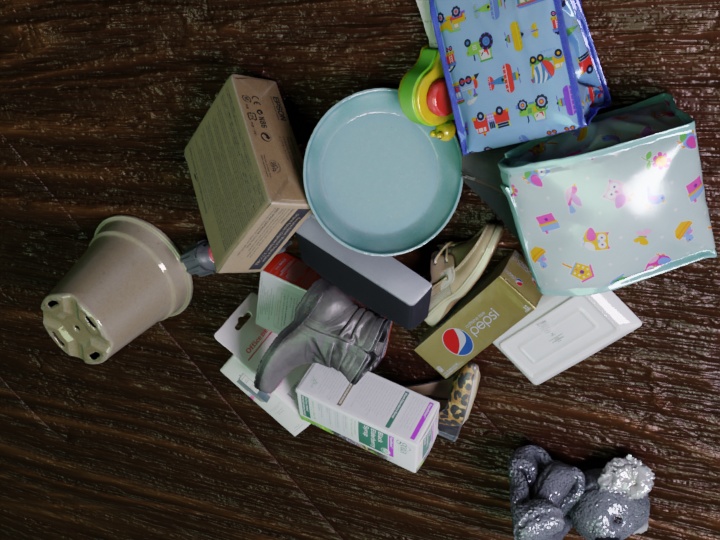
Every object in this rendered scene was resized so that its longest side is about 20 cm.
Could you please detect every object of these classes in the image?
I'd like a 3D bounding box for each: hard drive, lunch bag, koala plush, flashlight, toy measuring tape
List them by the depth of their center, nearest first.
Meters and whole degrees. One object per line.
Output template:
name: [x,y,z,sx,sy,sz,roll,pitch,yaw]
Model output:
lunch bag: [0.161,-0.244,0.945,0.149,0.094,0.202,-8,109,38]
lunch bag: [0.261,-0.074,0.951,0.198,0.122,0.172,-17,117,11]
toy measuring tape: [0.067,-0.234,1.003,0.073,0.074,0.201,-1,125,31]
hard drive: [0.000,0.000,1.151,0.199,0.042,0.135,33,163,13]
koala plush: [0.315,0.329,1.249,0.198,0.185,0.179,-8,131,10]
flashlight: [-0.189,-0.037,1.311,0.199,0.068,0.068,-16,115,37]

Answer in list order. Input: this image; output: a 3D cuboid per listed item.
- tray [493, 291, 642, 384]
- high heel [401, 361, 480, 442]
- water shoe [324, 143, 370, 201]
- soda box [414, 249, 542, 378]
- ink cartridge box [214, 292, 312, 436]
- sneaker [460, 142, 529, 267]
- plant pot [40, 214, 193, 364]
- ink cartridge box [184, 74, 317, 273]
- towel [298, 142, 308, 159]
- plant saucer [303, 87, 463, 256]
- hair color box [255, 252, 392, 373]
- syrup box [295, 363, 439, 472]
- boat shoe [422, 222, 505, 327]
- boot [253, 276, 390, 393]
tray: [0.262,0.083,1.166,0.107,0.022,0.200,45,133,-5]
high heel: [0.095,0.176,1.296,0.141,0.072,0.201,21,141,7]
water shoe: [0.006,-0.097,1.142,0.071,0.079,0.200,-30,105,42]
soda box: [0.159,0.061,1.177,0.064,0.068,0.200,41,134,-2]
ink cartridge box: [-0.135,0.145,1.379,0.200,0.117,0.067,42,141,-3]
sneaker: [0.194,-0.074,1.068,0.106,0.075,0.201,17,139,42]
plant pot: [-0.401,0.044,1.416,0.198,0.184,0.202,15,130,19]
ink cartridge box: [-0.148,-0.123,1.147,0.165,0.074,0.202,-45,56,45]
towel: [-0.056,-0.078,1.210,0.144,0.022,0.201,-12,118,54]
plant saucer: [0.027,-0.119,1.080,0.197,0.036,0.203,-1,96,-8]
hair color box: [-0.053,0.063,1.309,0.198,0.064,0.112,24,131,15]
syrup box: [0.012,0.204,1.280,0.198,0.082,0.079,23,144,20]
boat shoe: [0.119,-0.002,1.155,0.065,0.072,0.200,37,138,1]
boot: [-0.055,0.121,1.231,0.131,0.070,0.201,36,109,8]
